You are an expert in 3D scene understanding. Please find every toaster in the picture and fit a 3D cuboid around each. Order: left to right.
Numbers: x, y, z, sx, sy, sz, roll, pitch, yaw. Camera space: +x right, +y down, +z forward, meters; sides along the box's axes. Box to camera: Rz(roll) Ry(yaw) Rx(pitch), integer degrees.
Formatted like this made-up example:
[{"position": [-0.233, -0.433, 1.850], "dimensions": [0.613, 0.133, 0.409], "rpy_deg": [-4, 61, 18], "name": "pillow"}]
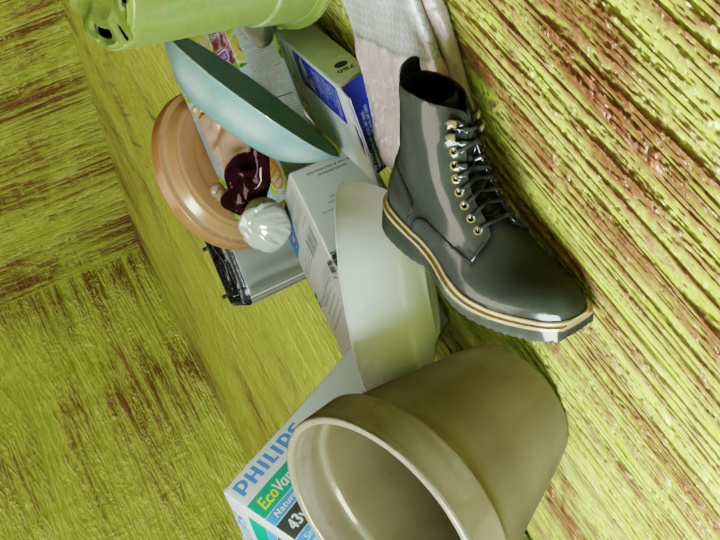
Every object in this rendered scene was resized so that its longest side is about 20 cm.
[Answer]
[{"position": [-0.147, -0.054, 1.823], "dimensions": [0.200, 0.118, 0.182], "rpy_deg": [169, 77, -79], "name": "toaster"}]

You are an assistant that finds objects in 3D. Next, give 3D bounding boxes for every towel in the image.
[{"position": [0.038, -0.149, 1.117], "dimensions": [0.200, 0.032, 0.192], "rpy_deg": [-139, 29, -65], "name": "towel"}]

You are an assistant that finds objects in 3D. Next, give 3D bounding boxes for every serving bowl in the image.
[{"position": [0.030, 0.019, 1.211], "dimensions": [0.200, 0.065, 0.202], "rpy_deg": [-9, -90, -83], "name": "serving bowl"}]

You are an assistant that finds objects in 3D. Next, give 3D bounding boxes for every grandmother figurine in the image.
[{"position": [-0.119, -0.107, 1.444], "dimensions": [0.122, 0.060, 0.201], "rpy_deg": [115, 140, -52], "name": "grandmother figurine"}]

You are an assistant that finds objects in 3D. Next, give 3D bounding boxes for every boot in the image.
[{"position": [0.084, -0.050, 0.984], "dimensions": [0.200, 0.077, 0.139], "rpy_deg": [34, 138, 36], "name": "boot"}]

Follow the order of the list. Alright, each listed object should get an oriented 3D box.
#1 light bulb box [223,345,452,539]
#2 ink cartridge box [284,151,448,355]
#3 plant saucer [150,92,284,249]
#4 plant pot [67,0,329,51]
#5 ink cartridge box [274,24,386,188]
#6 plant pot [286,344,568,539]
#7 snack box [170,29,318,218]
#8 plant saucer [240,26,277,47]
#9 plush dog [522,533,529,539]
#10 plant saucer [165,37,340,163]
[{"position": [0.018, 0.208, 1.272], "dimensions": [0.199, 0.198, 0.125], "rpy_deg": [27, 151, 29], "name": "light bulb box"}, {"position": [0.000, 0.000, 1.401], "dimensions": [0.201, 0.084, 0.146], "rpy_deg": [64, 166, 13], "name": "ink cartridge box"}, {"position": [-0.161, -0.125, 1.671], "dimensions": [0.032, 0.200, 0.202], "rpy_deg": [-24, 89, 41], "name": "plant saucer"}, {"position": [-0.153, -0.274, 1.202], "dimensions": [0.200, 0.189, 0.201], "rpy_deg": [34, 139, 36], "name": "plant pot"}, {"position": [-0.017, -0.157, 1.297], "dimensions": [0.200, 0.039, 0.100], "rpy_deg": [51, 164, 55], "name": "ink cartridge box"}, {"position": [0.071, 0.154, 1.114], "dimensions": [0.199, 0.173, 0.201], "rpy_deg": [32, 141, 30], "name": "plant pot"}, {"position": [-0.125, -0.175, 1.575], "dimensions": [0.168, 0.067, 0.201], "rpy_deg": [-25, 90, 62], "name": "snack box"}, {"position": [-0.113, -0.324, 1.389], "dimensions": [0.200, 0.050, 0.201], "rpy_deg": [158, 90, -77], "name": "plant saucer"}, {"position": [0.060, 0.256, 1.394], "dimensions": [0.200, 0.171, 0.162], "rpy_deg": [-152, 41, -71], "name": "plush dog"}, {"position": [-0.109, -0.150, 1.298], "dimensions": [0.200, 0.039, 0.201], "rpy_deg": [35, -170, -7], "name": "plant saucer"}]
